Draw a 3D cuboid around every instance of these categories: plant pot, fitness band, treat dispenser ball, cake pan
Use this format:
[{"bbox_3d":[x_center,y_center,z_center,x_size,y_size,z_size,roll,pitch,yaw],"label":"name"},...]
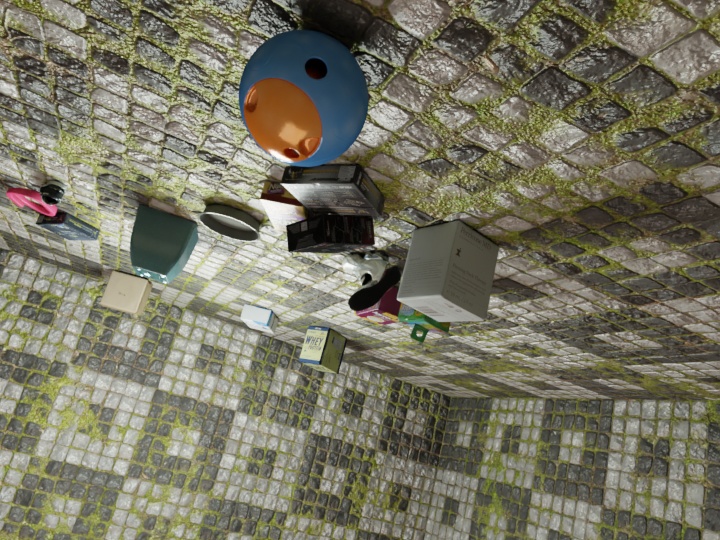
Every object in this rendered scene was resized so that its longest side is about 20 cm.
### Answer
[{"bbox_3d":[-0.681,-0.073,1.945,0.194,0.201,0.196,18,162,-9],"label":"plant pot"},{"bbox_3d":[-1.204,-0.255,2.101,0.142,0.038,0.200,13,163,-2],"label":"fitness band"},{"bbox_3d":[-0.087,-0.263,0.884,0.199,0.202,0.201,14,162,4],"label":"treat dispenser ball"},{"bbox_3d":[-0.398,-0.146,1.758,0.199,0.037,0.200,13,162,4],"label":"cake pan"}]

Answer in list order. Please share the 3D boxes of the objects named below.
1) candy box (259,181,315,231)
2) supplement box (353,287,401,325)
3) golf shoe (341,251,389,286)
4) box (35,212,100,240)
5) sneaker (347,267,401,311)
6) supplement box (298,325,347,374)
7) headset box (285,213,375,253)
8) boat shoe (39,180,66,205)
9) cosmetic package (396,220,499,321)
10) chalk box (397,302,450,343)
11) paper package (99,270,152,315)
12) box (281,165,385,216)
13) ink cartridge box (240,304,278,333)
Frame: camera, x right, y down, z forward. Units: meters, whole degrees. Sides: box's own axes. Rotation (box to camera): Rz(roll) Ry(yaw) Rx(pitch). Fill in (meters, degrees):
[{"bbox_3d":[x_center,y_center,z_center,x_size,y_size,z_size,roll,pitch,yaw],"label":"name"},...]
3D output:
[{"bbox_3d":[-0.186,-0.159,1.520,0.116,0.057,0.200,11,163,8],"label":"candy box"},{"bbox_3d":[0.082,0.126,2.079,0.130,0.104,0.200,23,160,-21],"label":"supplement box"},{"bbox_3d":[0.000,0.000,1.778,0.078,0.098,0.199,24,161,-31],"label":"golf shoe"},{"bbox_3d":[-1.171,-0.172,2.290,0.199,0.051,0.158,3,160,32],"label":"box"},{"bbox_3d":[0.034,0.066,1.823,0.067,0.201,0.108,55,163,-5],"label":"sneaker"},{"bbox_3d":[-0.195,0.422,3.037,0.133,0.201,0.200,2,157,32],"label":"supplement box"},{"bbox_3d":[-0.069,-0.092,1.485,0.148,0.078,0.199,-10,172,43],"label":"headset box"},{"bbox_3d":[-1.049,-0.253,1.932,0.075,0.061,0.199,25,160,-29],"label":"boat shoe"},{"bbox_3d":[0.222,0.008,1.445,0.167,0.202,0.166,26,160,-32],"label":"cosmetic package"},{"bbox_3d":[0.209,0.126,1.811,0.124,0.202,0.123,28,158,-36],"label":"chalk box"},{"bbox_3d":[-1.213,0.118,2.970,0.198,0.192,0.104,15,167,1],"label":"paper package"},{"bbox_3d":[-0.062,-0.186,1.344,0.199,0.049,0.158,5,161,29],"label":"box"},{"bbox_3d":[-0.525,0.254,2.995,0.145,0.087,0.200,12,161,9],"label":"ink cartridge box"}]
